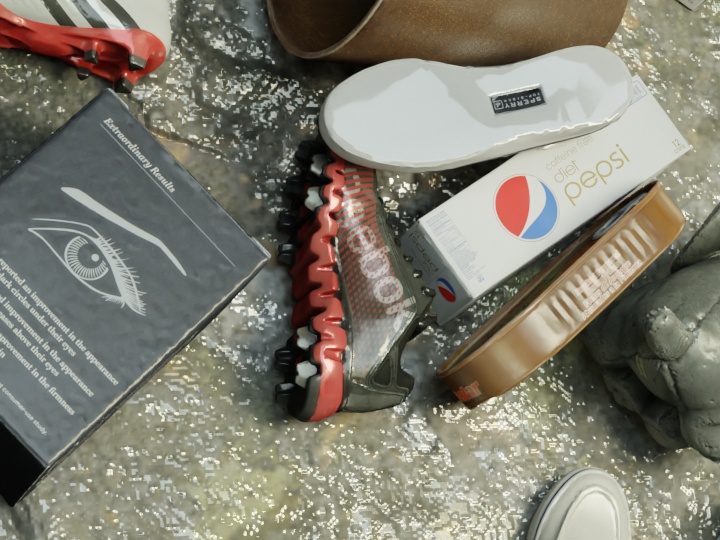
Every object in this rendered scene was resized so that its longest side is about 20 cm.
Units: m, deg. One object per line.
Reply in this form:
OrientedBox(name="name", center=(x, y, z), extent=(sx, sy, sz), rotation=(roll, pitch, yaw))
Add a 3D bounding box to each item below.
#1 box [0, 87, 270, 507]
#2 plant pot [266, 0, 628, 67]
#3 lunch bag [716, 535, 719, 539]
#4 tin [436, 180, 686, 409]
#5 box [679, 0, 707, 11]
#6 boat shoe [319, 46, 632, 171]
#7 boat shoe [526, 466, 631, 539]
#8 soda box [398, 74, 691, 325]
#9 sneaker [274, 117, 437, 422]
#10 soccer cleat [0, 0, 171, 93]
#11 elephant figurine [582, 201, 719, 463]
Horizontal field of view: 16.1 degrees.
OrientedBox(name="box", center=(-0.179, 0.016, 1.521), extent=(0.148, 0.104, 0.200), rotation=(47, 64, 0))
OrientedBox(name="plant pot", center=(0.070, -0.204, 1.656), extent=(0.200, 0.187, 0.187), rotation=(14, 68, -30))
OrientedBox(name="lunch bag", center=(0.281, 0.256, 1.596), extent=(0.170, 0.127, 0.200), rotation=(35, 71, -3))
OrientedBox(name="tin", center=(0.130, 0.016, 1.627), extent=(0.200, 0.112, 0.042), rotation=(-42, 97, -25))
OrientedBox(name="box", center=(0.298, -0.283, 1.765), extent=(0.036, 0.144, 0.200), rotation=(40, 65, -2))
OrientedBox(name="boat shoe", center=(0.069, -0.098, 1.604), extent=(0.200, 0.070, 0.071), rotation=(-12, 77, -14))
OrientedBox(name="boat shoe", center=(0.135, 0.213, 1.586), extent=(0.071, 0.070, 0.200), rotation=(23, 67, -11))
OrientedBox(name="soda box", center=(0.118, -0.047, 1.666), extent=(0.200, 0.068, 0.064), rotation=(-33, 85, -25))
OrientedBox(name="sneaker", center=(0.000, 0.000, 1.608), extent=(0.098, 0.071, 0.201), rotation=(6, 73, -17))
OrientedBox(name="soccer cleat", center=(-0.213, -0.178, 1.598), extent=(0.200, 0.069, 0.085), rotation=(17, 59, -17))
OrientedBox(name="elephant figurine", center=(0.251, 0.014, 1.645), extent=(0.200, 0.155, 0.142), rotation=(-40, 113, -15))
